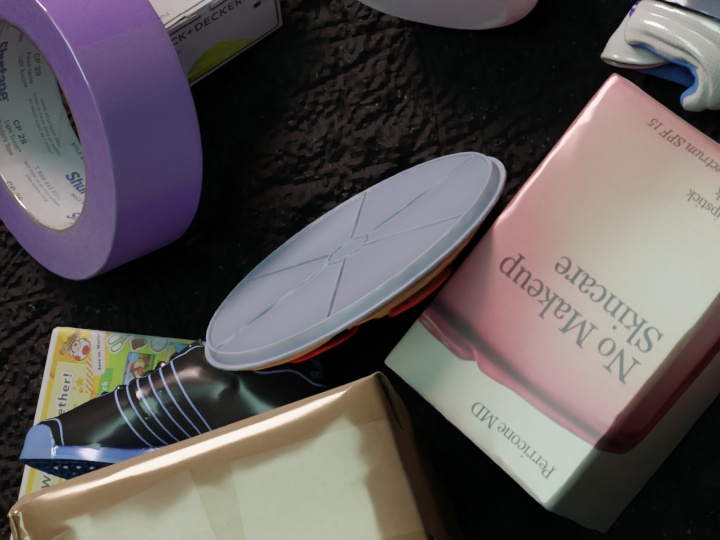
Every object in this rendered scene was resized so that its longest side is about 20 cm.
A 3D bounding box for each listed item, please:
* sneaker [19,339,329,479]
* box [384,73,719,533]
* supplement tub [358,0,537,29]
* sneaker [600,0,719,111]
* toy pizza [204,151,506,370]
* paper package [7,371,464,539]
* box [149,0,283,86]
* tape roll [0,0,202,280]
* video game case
[{"bbox_3d":[-0.109,0.084,0.953,0.199,0.070,0.078,-4,66,20],"label":"sneaker"},{"bbox_3d":[0.132,0.020,0.856,0.128,0.109,0.200,40,93,27],"label":"box"},{"bbox_3d":[0.059,-0.258,0.953,0.140,0.140,0.201,9,79,27],"label":"supplement tub"},{"bbox_3d":[0.182,-0.186,0.908,0.146,0.081,0.201,-35,69,7],"label":"sneaker"},{"bbox_3d":[0.000,0.000,0.905,0.199,0.200,0.032,-29,107,15],"label":"toy pizza"},{"bbox_3d":[-0.051,0.151,0.844,0.199,0.191,0.104,-20,69,5],"label":"paper package"},{"bbox_3d":[-0.157,-0.207,1.060,0.116,0.060,0.200,-37,60,-19],"label":"box"},{"bbox_3d":[-0.182,-0.098,0.993,0.200,0.065,0.201,31,133,40],"label":"tape roll"},{"bbox_3d":[-0.133,0.141,0.995,0.181,0.023,0.201,4,78,26],"label":"video game case"}]
